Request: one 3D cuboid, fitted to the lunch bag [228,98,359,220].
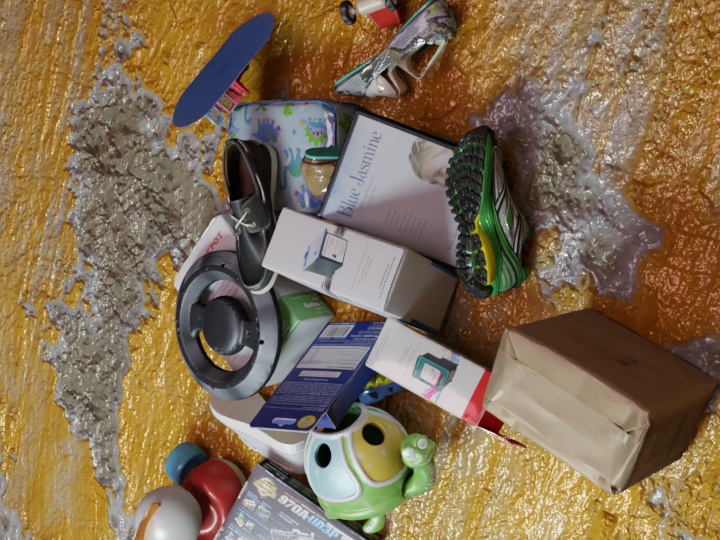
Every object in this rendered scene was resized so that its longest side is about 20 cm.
[{"bbox_3d":[-0.088,-0.146,1.668,0.198,0.082,0.163,3,95,37],"label":"lunch bag"}]

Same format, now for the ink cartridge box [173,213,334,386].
[{"bbox_3d":[-0.151,0.039,1.731,0.201,0.084,0.146,53,123,21],"label":"ink cartridge box"}]

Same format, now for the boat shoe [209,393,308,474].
[{"bbox_3d":[-0.138,0.225,1.754,0.198,0.072,0.069,18,126,38],"label":"boat shoe"}]

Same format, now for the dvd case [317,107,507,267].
[{"bbox_3d":[0.063,-0.098,1.525,0.198,0.018,0.144,20,110,-5],"label":"dvd case"}]

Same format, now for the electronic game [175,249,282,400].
[{"bbox_3d":[-0.179,0.074,1.677,0.198,0.041,0.203,5,98,40],"label":"electronic game"}]

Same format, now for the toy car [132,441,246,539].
[{"bbox_3d":[-0.259,0.365,1.773,0.183,0.199,0.179,31,112,31],"label":"toy car"}]

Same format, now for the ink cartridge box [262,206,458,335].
[{"bbox_3d":[0.000,0.000,1.565,0.198,0.146,0.087,18,86,35],"label":"ink cartridge box"}]

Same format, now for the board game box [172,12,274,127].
[{"bbox_3d":[-0.175,-0.262,1.704,0.201,0.039,0.158,-51,26,-3],"label":"board game box"}]

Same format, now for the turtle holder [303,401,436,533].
[{"bbox_3d":[0.006,0.242,1.571,0.185,0.140,0.133,27,146,61],"label":"turtle holder"}]

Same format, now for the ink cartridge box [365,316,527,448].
[{"bbox_3d":[0.117,0.136,1.501,0.198,0.116,0.068,28,89,22],"label":"ink cartridge box"}]

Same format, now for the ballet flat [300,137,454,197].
[{"bbox_3d":[0.024,-0.121,1.562,0.197,0.068,0.073,-6,115,-3],"label":"ballet flat"}]

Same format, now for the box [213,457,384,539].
[{"bbox_3d":[-0.092,0.375,1.685,0.199,0.046,0.160,32,100,10],"label":"box"}]

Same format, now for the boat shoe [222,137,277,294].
[{"bbox_3d":[-0.146,-0.070,1.607,0.071,0.067,0.203,-11,76,32],"label":"boat shoe"}]

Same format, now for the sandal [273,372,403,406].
[{"bbox_3d":[-0.016,0.164,1.659,0.198,0.080,0.088,-17,119,30],"label":"sandal"}]

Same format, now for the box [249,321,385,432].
[{"bbox_3d":[-0.046,0.142,1.596,0.120,0.200,0.033,-3,127,44],"label":"box"}]

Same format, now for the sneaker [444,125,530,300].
[{"bbox_3d":[0.155,-0.072,1.492,0.078,0.084,0.203,14,112,59],"label":"sneaker"}]

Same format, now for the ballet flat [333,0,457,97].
[{"bbox_3d":[0.046,-0.258,1.567,0.200,0.072,0.073,-36,73,36],"label":"ballet flat"}]

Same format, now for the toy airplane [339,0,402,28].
[{"bbox_3d":[-0.007,-0.421,1.545,0.198,0.142,0.200,25,126,-2],"label":"toy airplane"}]

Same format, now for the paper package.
[{"bbox_3d":[0.259,0.134,1.356,0.190,0.199,0.105,32,113,30],"label":"paper package"}]
